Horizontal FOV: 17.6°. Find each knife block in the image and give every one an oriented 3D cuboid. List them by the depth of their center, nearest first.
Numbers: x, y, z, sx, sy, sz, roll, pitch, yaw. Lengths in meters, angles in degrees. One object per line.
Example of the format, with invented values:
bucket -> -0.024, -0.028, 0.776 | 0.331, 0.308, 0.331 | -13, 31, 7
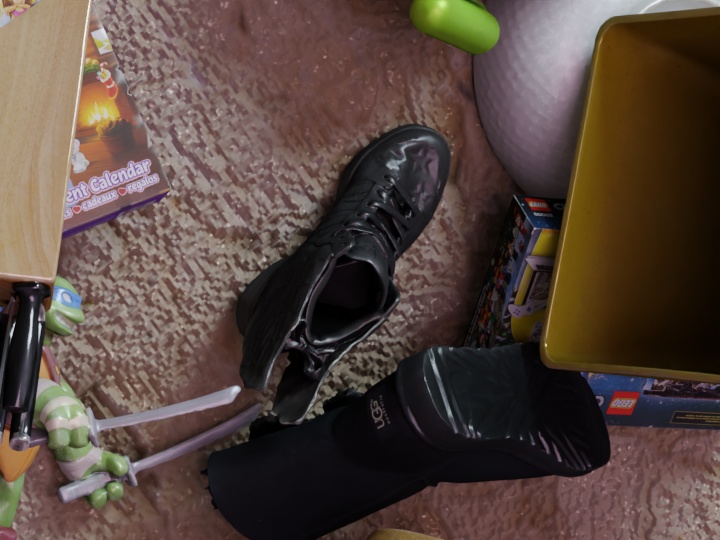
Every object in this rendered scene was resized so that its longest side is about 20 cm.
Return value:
knife block -> -0.173, -0.018, 1.174 | 0.200, 0.064, 0.176 | -38, 85, -17

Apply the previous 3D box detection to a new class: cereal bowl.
cereal bowl -> 0.172, -0.118, 1.376 | 0.200, 0.083, 0.200 | -3, 99, -22

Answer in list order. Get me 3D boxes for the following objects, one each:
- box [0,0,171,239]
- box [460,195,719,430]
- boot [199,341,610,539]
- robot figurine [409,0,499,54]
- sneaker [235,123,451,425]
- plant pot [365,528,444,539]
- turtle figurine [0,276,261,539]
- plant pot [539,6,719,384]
box -> -0.218, -0.067, 1.235 | 0.200, 0.039, 0.137 | -23, 88, -17
box -> 0.166, 0.028, 1.386 | 0.200, 0.038, 0.137 | 4, 123, -22
boot -> 0.026, 0.102, 1.326 | 0.200, 0.168, 0.076 | 10, 59, -53
robot figurine -> 0.055, -0.212, 1.288 | 0.200, 0.116, 0.176 | -2, 80, -7
sneaker -> -0.002, -0.002, 1.306 | 0.200, 0.104, 0.060 | -47, 110, -14
plant pot -> 0.018, 0.247, 1.239 | 0.186, 0.186, 0.200 | 26, 71, -22
turtle figurine -> -0.160, 0.113, 1.243 | 0.200, 0.144, 0.194 | 30, 84, -18
plant pot -> 0.242, -0.024, 1.265 | 0.176, 0.200, 0.200 | 14, 84, -33
